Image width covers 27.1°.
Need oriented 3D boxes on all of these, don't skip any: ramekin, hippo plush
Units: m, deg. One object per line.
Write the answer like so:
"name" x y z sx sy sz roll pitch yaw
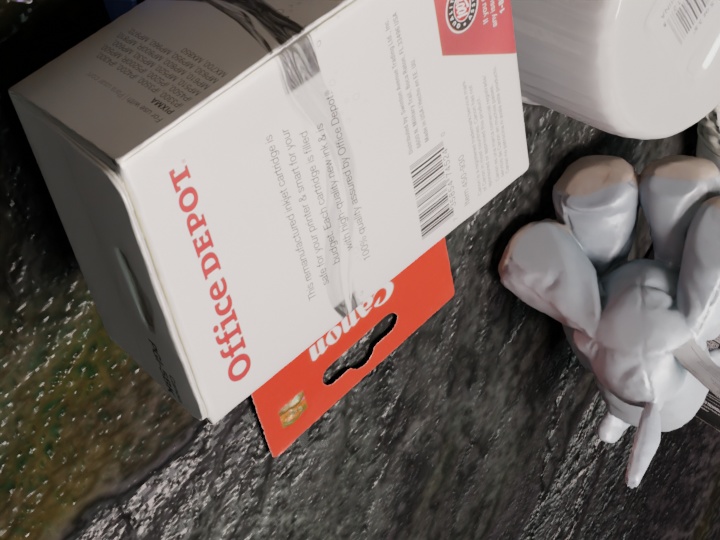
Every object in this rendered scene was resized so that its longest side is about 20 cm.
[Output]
"ramekin" 0.155 -0.170 0.816 0.199 0.097 0.203 -29 135 -33
"hippo plush" 0.197 0.031 0.953 0.158 0.201 0.161 -34 151 5

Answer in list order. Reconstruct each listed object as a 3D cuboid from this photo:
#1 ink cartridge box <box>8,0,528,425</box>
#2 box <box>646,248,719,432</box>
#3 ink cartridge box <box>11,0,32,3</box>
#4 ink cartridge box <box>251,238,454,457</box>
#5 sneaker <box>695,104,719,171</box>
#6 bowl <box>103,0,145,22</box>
"ink cartridge box" -0.029 -0.058 0.628 0.199 0.083 0.148 -38 139 -24
"box" 0.291 0.022 1.032 0.050 0.199 0.200 28 93 -54
"ink cartridge box" -0.177 -0.162 0.473 0.199 0.050 0.110 6 111 -52
"ink cartridge box" 0.000 0.000 0.804 0.162 0.057 0.201 -40 136 -23
"sneaker" 0.241 -0.122 0.991 0.098 0.075 0.202 -11 122 -27
"bowl" -0.031 -0.159 0.655 0.199 0.039 0.203 -29 135 -33
